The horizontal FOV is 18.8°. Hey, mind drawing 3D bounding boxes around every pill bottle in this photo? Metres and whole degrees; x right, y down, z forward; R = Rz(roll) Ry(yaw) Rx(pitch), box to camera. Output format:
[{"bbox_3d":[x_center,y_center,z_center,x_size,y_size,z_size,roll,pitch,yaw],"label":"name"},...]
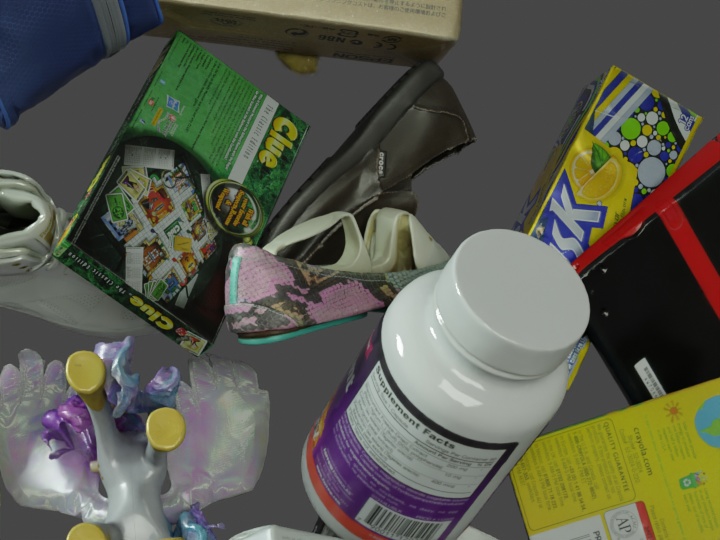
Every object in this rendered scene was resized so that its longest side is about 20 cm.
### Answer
[{"bbox_3d":[0.050,0.070,1.233,0.111,0.200,0.112,15,47,-17],"label":"pill bottle"}]

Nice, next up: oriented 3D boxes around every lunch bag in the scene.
[{"bbox_3d":[-0.210,-0.200,1.265,0.132,0.136,0.200,-34,58,-14],"label":"lunch bag"}]

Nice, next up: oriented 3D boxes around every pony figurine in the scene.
[{"bbox_3d":[-0.131,0.118,1.233,0.166,0.200,0.194,-3,66,-3],"label":"pony figurine"}]

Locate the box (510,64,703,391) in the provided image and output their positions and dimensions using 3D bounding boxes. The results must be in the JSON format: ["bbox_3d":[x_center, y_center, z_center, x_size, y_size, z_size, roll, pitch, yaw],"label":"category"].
[{"bbox_3d":[0.135,-0.022,1.359,0.070,0.064,0.200,29,75,-6],"label":"box"}]

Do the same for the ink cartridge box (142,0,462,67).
[{"bbox_3d":[-0.036,-0.222,1.354,0.199,0.075,0.165,7,77,-10],"label":"ink cartridge box"}]

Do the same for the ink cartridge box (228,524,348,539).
[{"bbox_3d":[0.002,0.251,1.196,0.162,0.050,0.201,17,60,-40],"label":"ink cartridge box"}]

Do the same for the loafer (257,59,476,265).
[{"bbox_3d":[0.002,-0.041,1.330,0.071,0.073,0.200,42,76,-3],"label":"loafer"}]

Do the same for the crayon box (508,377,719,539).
[{"bbox_3d":[0.197,0.137,1.284,0.199,0.051,0.127,-18,78,9],"label":"crayon box"}]

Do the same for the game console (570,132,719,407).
[{"bbox_3d":[0.231,0.031,1.354,0.177,0.031,0.200,-38,110,-14],"label":"game console"}]

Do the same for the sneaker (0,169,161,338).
[{"bbox_3d":[-0.173,-0.009,1.268,0.199,0.116,0.074,5,77,-12],"label":"sneaker"}]

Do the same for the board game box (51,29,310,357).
[{"bbox_3d":[-0.101,-0.049,1.278,0.105,0.023,0.200,35,43,-12],"label":"board game box"}]

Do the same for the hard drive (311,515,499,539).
[{"bbox_3d":[0.012,0.238,1.302,0.139,0.038,0.200,26,75,-6],"label":"hard drive"}]

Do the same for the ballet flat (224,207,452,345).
[{"bbox_3d":[0.000,0.000,1.274,0.200,0.069,0.071,-6,95,-45],"label":"ballet flat"}]
